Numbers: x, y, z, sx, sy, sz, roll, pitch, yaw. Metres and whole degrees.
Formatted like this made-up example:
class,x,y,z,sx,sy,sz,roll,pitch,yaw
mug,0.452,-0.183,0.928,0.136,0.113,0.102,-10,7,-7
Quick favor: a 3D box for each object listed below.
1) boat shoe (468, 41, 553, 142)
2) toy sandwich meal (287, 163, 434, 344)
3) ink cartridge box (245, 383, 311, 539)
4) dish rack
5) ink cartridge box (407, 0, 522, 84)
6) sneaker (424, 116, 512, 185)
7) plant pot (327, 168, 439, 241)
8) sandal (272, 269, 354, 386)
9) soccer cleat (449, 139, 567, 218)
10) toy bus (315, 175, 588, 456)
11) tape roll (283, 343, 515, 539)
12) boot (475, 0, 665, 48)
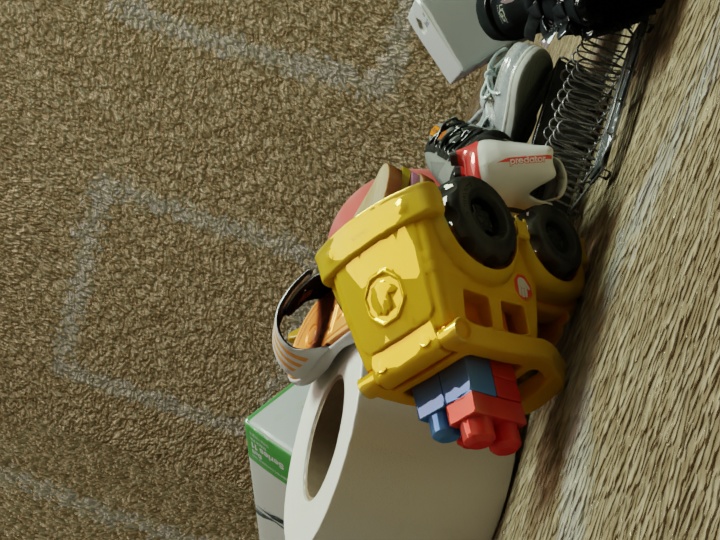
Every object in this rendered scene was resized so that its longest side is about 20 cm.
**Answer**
class,x,y,z,sx,sy,sz,roll,pitch,yaw
boat shoe,0.129,-0.152,1.506,0.075,0.065,0.202,-57,-9,-15
toy sandwich meal,0.000,0.000,1.492,0.205,0.070,0.205,-52,12,15
ink cartridge box,-0.026,0.193,1.576,0.146,0.083,0.201,-37,-39,-33
dish rack,0.182,-0.125,1.352,0.200,0.054,0.154,114,173,-76
ink cartridge box,0.151,-0.263,1.546,0.199,0.083,0.147,-31,2,0
sneaker,0.090,-0.099,1.458,0.074,0.079,0.200,-38,0,-4
plant pot,0.071,0.005,1.709,0.177,0.199,0.201,-115,42,-74
sandal,-0.036,0.032,1.349,0.207,0.059,0.080,135,150,-61
soccer cleat,0.122,-0.063,1.294,0.200,0.085,0.069,43,-139,-76
toy bus,0.087,0.049,1.190,0.136,0.199,0.193,-35,57,34
tape roll,0.031,0.154,1.367,0.203,0.138,0.204,-164,90,-78
boot,0.198,-0.235,1.293,0.198,0.074,0.162,-29,15,-20
